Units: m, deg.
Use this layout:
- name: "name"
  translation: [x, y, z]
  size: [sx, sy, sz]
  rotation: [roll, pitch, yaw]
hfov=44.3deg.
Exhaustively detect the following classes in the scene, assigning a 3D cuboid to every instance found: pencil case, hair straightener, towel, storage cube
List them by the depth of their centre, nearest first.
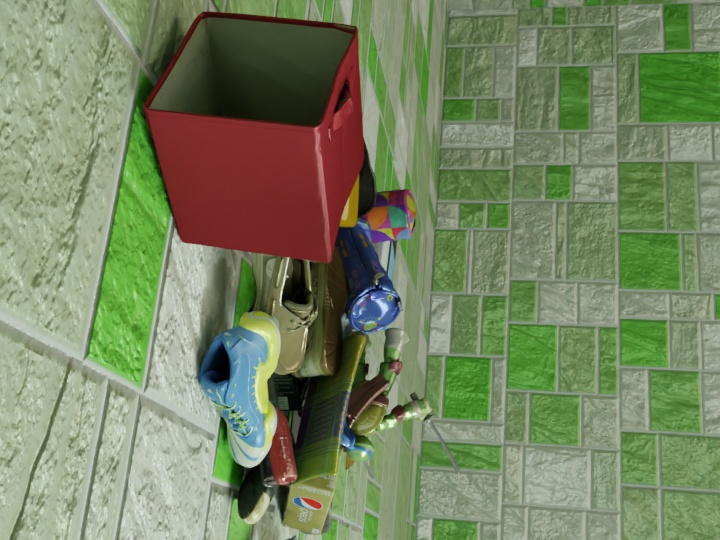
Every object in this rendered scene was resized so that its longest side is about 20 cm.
- name: "storage cube"
  translation: [-0.100, -0.139, 0.921]
  size: [0.181, 0.197, 0.172]
  rotation: [86, 15, -47]
- name: "hair straightener"
  translation: [-0.132, 0.179, 1.138]
  size: [0.041, 0.077, 0.203]
  rotation: [-8, 76, -37]
- name: "towel"
  translation: [-0.044, 0.185, 1.191]
  size: [0.143, 0.023, 0.202]
  rotation: [-35, -143, 56]
- name: "pencil case"
  translation: [0.000, 0.000, 1.303]
  size: [0.201, 0.077, 0.088]
  rotation: [-110, -155, -47]
- name: "pencil case"
  translation: [-0.007, -0.079, 1.421]
  size: [0.088, 0.197, 0.090]
  rotation: [-7, 90, -74]

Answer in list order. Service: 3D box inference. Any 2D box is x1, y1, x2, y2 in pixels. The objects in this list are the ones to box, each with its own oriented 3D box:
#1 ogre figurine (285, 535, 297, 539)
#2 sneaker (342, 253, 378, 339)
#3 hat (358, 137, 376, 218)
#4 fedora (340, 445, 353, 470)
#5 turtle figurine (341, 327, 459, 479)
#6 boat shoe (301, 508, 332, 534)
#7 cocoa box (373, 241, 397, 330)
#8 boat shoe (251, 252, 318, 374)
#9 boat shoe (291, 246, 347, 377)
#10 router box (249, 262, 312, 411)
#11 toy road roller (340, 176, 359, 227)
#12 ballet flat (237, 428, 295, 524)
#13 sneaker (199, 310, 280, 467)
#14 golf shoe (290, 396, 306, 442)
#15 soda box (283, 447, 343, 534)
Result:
- name: "ogre figurine"
  translation: [-0.108, 0.448, 1.229]
  size: [0.121, 0.097, 0.201]
  rotation: [-59, 138, -33]
- name: "sneaker"
  translation: [-0.022, 0.042, 1.392]
  size: [0.201, 0.073, 0.089]
  rotation: [-63, 162, -53]
- name: "hat"
  translation: [-0.067, -0.151, 1.285]
  size: [0.080, 0.200, 0.203]
  rotation: [-25, 125, -32]
- name: "fedora"
  translation: [-0.047, 0.236, 1.503]
  size: [0.201, 0.080, 0.204]
  rotation: [0, 90, -88]
- name: "turtle figurine"
  translation: [0.030, 0.196, 1.289]
  size: [0.143, 0.198, 0.196]
  rotation: [-31, -134, 50]
- name: "boat shoe"
  translation: [-0.077, 0.337, 1.452]
  size: [0.074, 0.073, 0.203]
  rotation: [-88, -176, -66]
- name: "cocoa box"
  translation: [-0.012, -0.015, 1.541]
  size: [0.132, 0.131, 0.202]
  rotation: [76, 19, -56]
- name: "boat shoe"
  translation: [-0.088, 0.045, 1.080]
  size: [0.072, 0.064, 0.203]
  rotation: [-26, 124, -41]
- name: "boat shoe"
  translation: [-0.060, 0.049, 1.204]
  size: [0.073, 0.062, 0.202]
  rotation: [52, 33, -47]
- name: "router box"
  translation: [-0.101, 0.081, 1.279]
  size: [0.201, 0.061, 0.152]
  rotation: [-71, 158, -57]
- name: "toy road roller"
  translation: [-0.081, -0.104, 1.139]
  size: [0.200, 0.144, 0.125]
  rotation: [1, 90, -79]
- name: "ballet flat"
  translation: [-0.118, 0.274, 1.191]
  size: [0.057, 0.066, 0.200]
  rotation: [51, 20, -12]
- name: "sneaker"
  translation: [-0.153, 0.149, 1.048]
  size: [0.104, 0.075, 0.203]
  rotation: [-15, 115, -52]
- name: "golf shoe"
  translation: [-0.083, 0.196, 1.375]
  size: [0.202, 0.077, 0.095]
  rotation: [-95, 167, -46]
- name: "soda box"
  translation: [-0.072, 0.324, 1.315]
  size: [0.201, 0.063, 0.068]
  rotation: [105, -1, -56]
